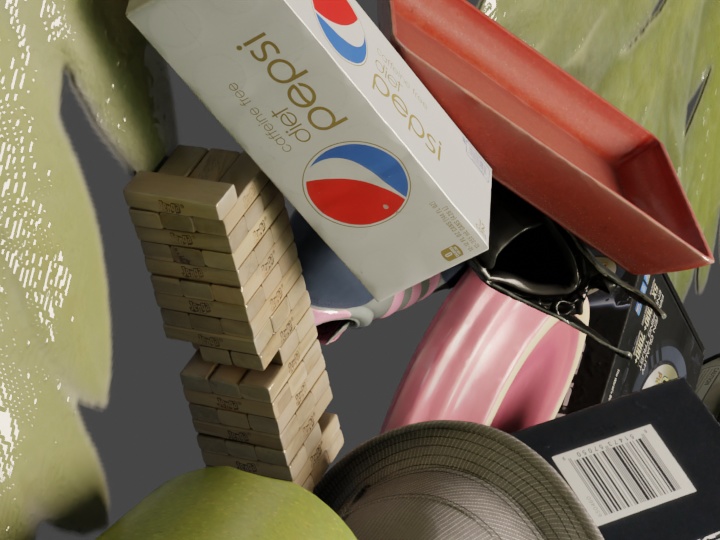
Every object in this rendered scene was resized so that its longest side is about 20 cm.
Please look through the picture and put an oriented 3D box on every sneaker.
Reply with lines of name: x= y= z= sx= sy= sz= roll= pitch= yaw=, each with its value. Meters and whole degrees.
sneaker: x=0.065 y=-0.033 z=1.229 sx=0.200 sy=0.104 sz=0.060 roll=39 pitch=94 yaw=-16
sneaker: x=0.000 y=0.000 z=1.271 sx=0.082 sy=0.070 sz=0.200 roll=-56 pitch=159 yaw=9

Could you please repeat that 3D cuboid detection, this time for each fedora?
fedora: x=0.022 y=0.175 z=1.154 sx=0.090 sy=0.200 sz=0.177 roll=-26 pitch=83 yaw=-50

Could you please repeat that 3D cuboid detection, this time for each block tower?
block tower: x=-0.058 y=0.030 z=1.155 sx=0.058 sy=0.054 sz=0.200 roll=-56 pitch=144 yaw=-42

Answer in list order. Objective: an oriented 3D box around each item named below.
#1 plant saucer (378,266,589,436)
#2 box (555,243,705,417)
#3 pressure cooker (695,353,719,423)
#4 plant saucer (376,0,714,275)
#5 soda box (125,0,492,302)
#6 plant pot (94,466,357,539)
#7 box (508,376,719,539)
plant saucer: x=0.076 y=0.071 z=1.365 sx=0.201 sy=0.051 sz=0.201 roll=-52 pitch=160 yaw=-29
box: x=0.145 y=0.098 z=1.536 sx=0.164 sy=0.086 sz=0.200 roll=55 pitch=49 yaw=-54
pressure cooker: x=0.310 y=0.148 z=1.765 sx=0.176 sy=0.178 sz=0.200 roll=-118 pitch=-171 yaw=-56
plant saucer: x=0.084 y=-0.079 z=1.233 sx=0.037 sy=0.199 sz=0.200 roll=-52 pitch=-166 yaw=17
soda box: x=-0.019 y=-0.080 z=1.095 sx=0.200 sy=0.068 sz=0.064 roll=49 pitch=28 yaw=-29
plant pot: x=-0.077 y=0.184 z=1.037 sx=0.184 sy=0.200 sz=0.201 roll=-52 pitch=142 yaw=-62
box: x=0.125 y=0.177 z=1.344 sx=0.148 sy=0.107 sz=0.200 roll=-16 pitch=146 yaw=-26
